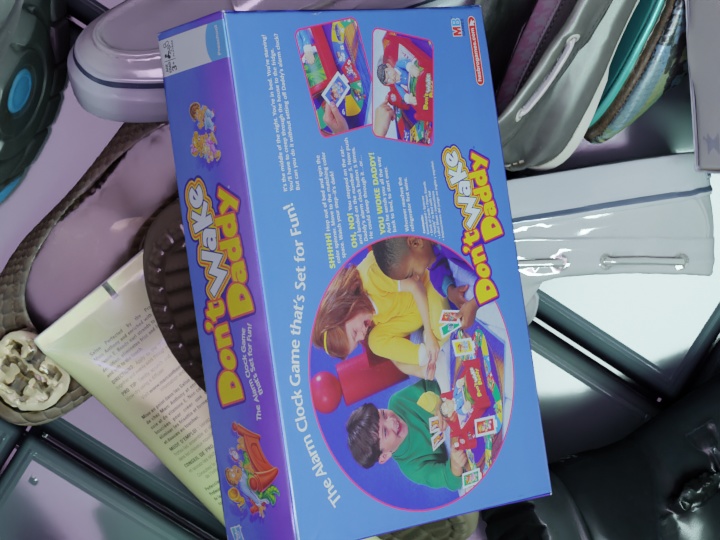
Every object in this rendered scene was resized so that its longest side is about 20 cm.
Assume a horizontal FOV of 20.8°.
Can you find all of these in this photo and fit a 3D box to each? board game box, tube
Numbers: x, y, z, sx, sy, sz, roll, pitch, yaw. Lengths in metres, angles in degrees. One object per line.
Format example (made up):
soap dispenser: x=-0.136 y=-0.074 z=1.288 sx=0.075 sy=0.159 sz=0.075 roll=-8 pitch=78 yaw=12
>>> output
board game box: x=0.000 y=0.000 z=0.765 sx=0.134 sy=0.045 sz=0.202 roll=-7 pitch=88 yaw=-40
tube: x=-0.050 y=0.080 z=0.867 sx=0.200 sy=0.052 sz=0.058 roll=50 pitch=46 yaw=-13

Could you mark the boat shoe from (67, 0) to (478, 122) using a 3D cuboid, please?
boat shoe: x=-0.033 y=-0.127 z=0.831 sx=0.199 sy=0.074 sz=0.067 roll=-22 pitch=140 yaw=-17

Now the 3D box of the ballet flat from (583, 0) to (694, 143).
ballet flat: x=0.150 y=-0.147 z=0.861 sx=0.074 sy=0.074 sz=0.201 roll=15 pitch=98 yaw=-5

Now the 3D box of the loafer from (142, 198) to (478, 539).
loafer: x=-0.016 y=0.036 z=0.834 sx=0.076 sy=0.068 sz=0.200 roll=-20 pitch=121 yaw=33

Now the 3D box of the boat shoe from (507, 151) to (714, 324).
boat shoe: x=0.062 y=-0.007 z=0.863 sx=0.199 sy=0.074 sz=0.066 roll=-10 pitch=92 yaw=-2

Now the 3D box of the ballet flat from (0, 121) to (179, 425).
ballet flat: x=-0.105 y=-0.017 z=0.864 sx=0.067 sy=0.046 sz=0.200 roll=37 pitch=92 yaw=-7

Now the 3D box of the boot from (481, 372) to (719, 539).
boot: x=0.160 y=0.150 z=0.851 sx=0.167 sy=0.076 sz=0.201 roll=-19 pitch=85 yaw=-25

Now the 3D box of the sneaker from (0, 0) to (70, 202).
sneaker: x=-0.168 y=-0.115 z=0.847 sx=0.081 sy=0.073 sz=0.201 roll=17 pitch=89 yaw=11

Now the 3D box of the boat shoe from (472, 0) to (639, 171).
boat shoe: x=0.091 y=-0.138 z=0.823 sx=0.067 sy=0.057 sz=0.201 roll=26 pitch=101 yaw=38

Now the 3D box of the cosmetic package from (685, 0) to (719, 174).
cosmetic package: x=0.240 y=-0.100 z=0.834 sx=0.199 sy=0.073 sz=0.104 roll=-8 pitch=98 yaw=-25
